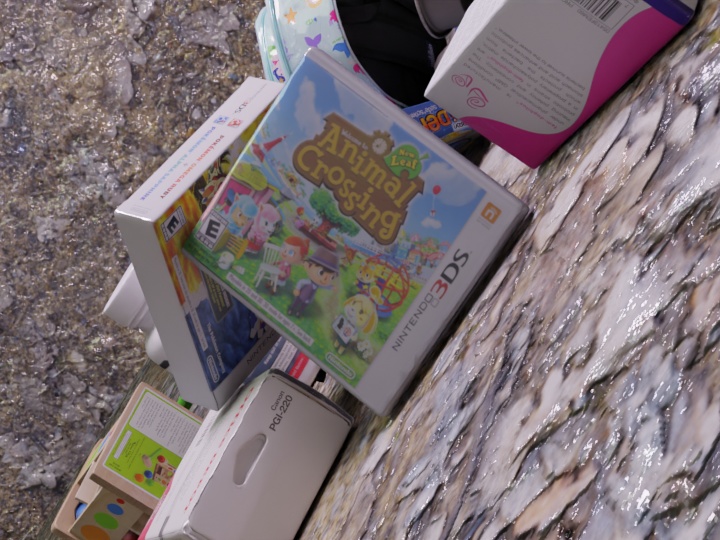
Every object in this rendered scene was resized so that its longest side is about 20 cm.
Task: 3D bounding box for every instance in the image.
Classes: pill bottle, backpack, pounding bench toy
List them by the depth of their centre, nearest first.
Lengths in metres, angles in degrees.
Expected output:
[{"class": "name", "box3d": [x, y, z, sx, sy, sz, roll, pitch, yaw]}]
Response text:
[{"class": "backpack", "box3d": [-0.010, -0.207, 1.422, 0.149, 0.180, 0.200, -19, -16, 23]}, {"class": "pill bottle", "box3d": [-0.138, 0.054, 1.484, 0.120, 0.199, 0.120, -55, 10, 14]}, {"class": "pounding bench toy", "box3d": [-0.219, 0.205, 1.656, 0.156, 0.124, 0.201, -49, 13, 46]}]

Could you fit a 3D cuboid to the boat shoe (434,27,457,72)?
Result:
[{"class": "boat shoe", "box3d": [0.126, -0.225, 1.443, 0.072, 0.072, 0.201, -37, 23, 33]}]

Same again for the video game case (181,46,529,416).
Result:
[{"class": "video game case", "box3d": [-0.008, -0.029, 1.109, 0.183, 0.199, 0.022, -56, -16, 12]}]

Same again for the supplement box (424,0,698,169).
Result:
[{"class": "supplement box", "box3d": [0.142, -0.175, 1.062, 0.200, 0.101, 0.104, -46, 15, 52]}]

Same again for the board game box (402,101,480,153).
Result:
[{"class": "board game box", "box3d": [0.024, -0.097, 1.395, 0.134, 0.035, 0.200, -19, -10, -24]}]

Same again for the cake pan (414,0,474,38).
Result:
[{"class": "cake pan", "box3d": [0.085, -0.302, 1.338, 0.200, 0.036, 0.203, 4, -90, -71]}]

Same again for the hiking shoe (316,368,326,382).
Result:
[{"class": "hiking shoe", "box3d": [0.000, 0.000, 1.335, 0.201, 0.074, 0.087, -58, -5, -46]}]

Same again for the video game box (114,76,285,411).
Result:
[{"class": "video game box", "box3d": [-0.101, -0.021, 1.245, 0.183, 0.046, 0.201, -53, -37, -37]}]

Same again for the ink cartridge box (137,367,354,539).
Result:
[{"class": "ink cartridge box", "box3d": [-0.096, 0.171, 1.248, 0.147, 0.084, 0.200, -61, 8, -20]}]
